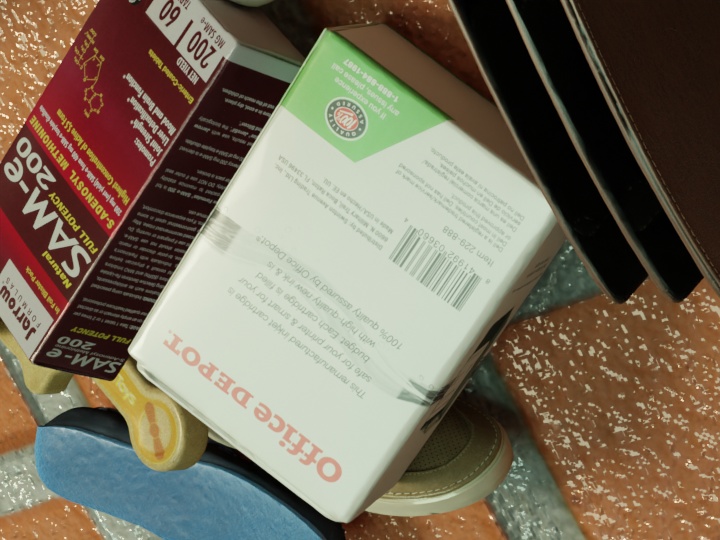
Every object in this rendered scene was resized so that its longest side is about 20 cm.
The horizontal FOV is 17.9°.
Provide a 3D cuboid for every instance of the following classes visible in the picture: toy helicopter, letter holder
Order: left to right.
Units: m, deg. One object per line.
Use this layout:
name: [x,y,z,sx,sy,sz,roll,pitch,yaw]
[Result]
toy helicopter: [-0.143,0.026,1.259,0.200,0.079,0.133,48,119,28]
letter holder: [0.109,-0.083,1.014,0.100,0.142,0.201,-19,104,38]

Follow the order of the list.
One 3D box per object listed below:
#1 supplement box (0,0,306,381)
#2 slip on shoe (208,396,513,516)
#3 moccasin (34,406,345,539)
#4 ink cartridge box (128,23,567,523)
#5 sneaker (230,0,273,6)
supplement box: [-0.119,-0.056,1.163,0.200,0.061,0.109,-56,49,18]
slip on shoe: [-0.013,0.073,1.225,0.199,0.076,0.061,18,146,32]
moccasin: [-0.091,0.117,1.308,0.199,0.068,0.081,25,119,18]
ink cartridge box: [0.000,0.000,1.130,0.146,0.084,0.200,38,109,10]
sneaker: [-0.070,-0.225,1.104,0.081,0.075,0.201,-11,109,27]
